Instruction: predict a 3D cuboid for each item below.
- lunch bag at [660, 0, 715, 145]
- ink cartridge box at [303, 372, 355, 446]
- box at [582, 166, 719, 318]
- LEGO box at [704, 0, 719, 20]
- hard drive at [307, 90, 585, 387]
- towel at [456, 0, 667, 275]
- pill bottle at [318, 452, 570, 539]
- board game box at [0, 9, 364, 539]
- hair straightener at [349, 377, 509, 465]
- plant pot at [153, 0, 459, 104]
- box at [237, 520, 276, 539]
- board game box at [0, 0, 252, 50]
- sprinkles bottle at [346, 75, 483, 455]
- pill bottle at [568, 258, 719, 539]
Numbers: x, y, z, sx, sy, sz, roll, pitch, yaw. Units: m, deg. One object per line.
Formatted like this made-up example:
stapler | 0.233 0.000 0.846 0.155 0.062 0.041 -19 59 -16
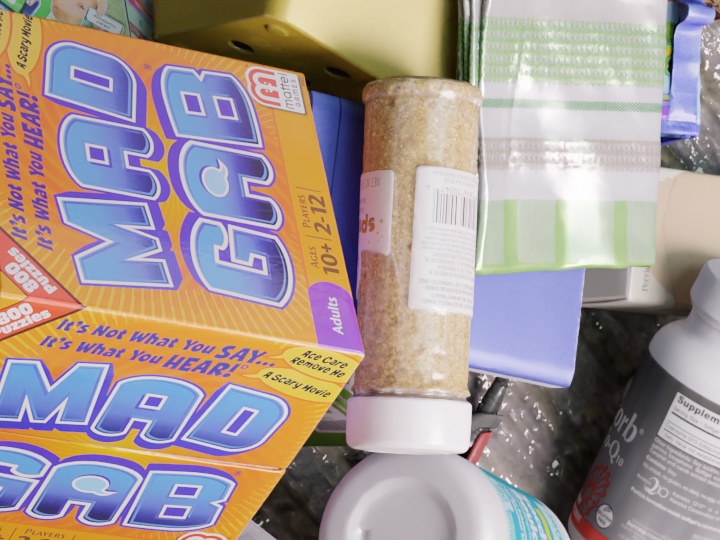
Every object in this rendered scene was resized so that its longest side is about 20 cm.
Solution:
lunch bag | 0.147 -0.152 1.666 0.094 0.200 0.152 5 85 -30
ink cartridge box | 0.000 0.000 1.597 0.076 0.148 0.201 37 69 -24
box | 0.235 -0.014 1.784 0.199 0.078 0.096 5 86 -31
LEGO box | 0.248 -0.268 1.764 0.077 0.149 0.201 31 72 -26
hard drive | 0.043 -0.015 1.524 0.199 0.025 0.133 13 80 -32
towel | 0.119 -0.099 1.530 0.148 0.031 0.202 -2 96 -32
pill bottle | 0.060 0.173 1.580 0.200 0.110 0.112 32 67 -63
board game box | -0.142 0.014 1.427 0.199 0.200 0.201 10 46 -26
hair straightener | 0.035 0.127 1.672 0.077 0.041 0.201 39 74 -23
plant pot | -0.010 -0.189 1.565 0.199 0.200 0.177 29 73 -31
box | -0.068 0.240 1.553 0.200 0.048 0.159 42 80 -39
board game box | -0.145 -0.130 1.586 0.200 0.029 0.135 43 66 -22
sprinkles bottle | 0.030 -0.002 1.458 0.068 0.068 0.202 6 83 -31
pill bottle | 0.220 0.103 1.704 0.115 0.116 0.201 14 108 -30
